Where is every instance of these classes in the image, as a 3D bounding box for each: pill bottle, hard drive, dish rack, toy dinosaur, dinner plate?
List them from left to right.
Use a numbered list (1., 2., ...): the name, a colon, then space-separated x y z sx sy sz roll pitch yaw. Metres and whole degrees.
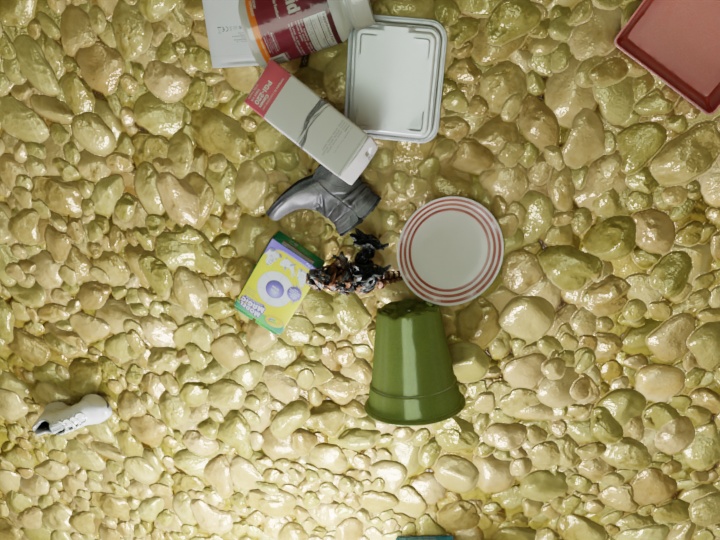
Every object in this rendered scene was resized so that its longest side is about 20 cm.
1. hard drive: -0.201 -0.450 1.132 0.128 0.027 0.205 0 114 11
2. pill bottle: -0.083 -0.405 1.063 0.195 0.115 0.116 -17 111 8
3. toy dinosaur: 0.000 0.000 1.263 0.103 0.196 0.137 60 154 22
4. dish rack: 0.054 -0.316 1.133 0.167 0.044 0.205 8 114 9
5. dinner plate: 0.162 -0.035 1.229 0.195 0.024 0.205 -1 107 -4

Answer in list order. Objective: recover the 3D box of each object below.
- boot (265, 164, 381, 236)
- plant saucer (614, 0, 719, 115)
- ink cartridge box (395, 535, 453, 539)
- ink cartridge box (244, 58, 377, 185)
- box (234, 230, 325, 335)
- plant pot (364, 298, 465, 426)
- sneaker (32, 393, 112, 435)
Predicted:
1. boot: -0.069 -0.113 1.233 0.198 0.070 0.133 -31 104 23
2. plant saucer: 0.519 -0.375 1.016 0.198 0.037 0.201 34 116 -4
3. ink cartridge box: 0.143 0.720 1.495 0.141 0.201 0.151 -6 113 14
4. ink cartridge box: -0.075 -0.236 1.106 0.198 0.146 0.086 37 96 5
5. box: -0.167 0.035 1.334 0.116 0.049 0.202 32 118 -4
6. plant pot: 0.097 0.161 1.276 0.195 0.200 0.195 -2 101 12
7. sneaker: -0.659 0.342 1.550 0.196 0.087 0.076 -15 109 16
